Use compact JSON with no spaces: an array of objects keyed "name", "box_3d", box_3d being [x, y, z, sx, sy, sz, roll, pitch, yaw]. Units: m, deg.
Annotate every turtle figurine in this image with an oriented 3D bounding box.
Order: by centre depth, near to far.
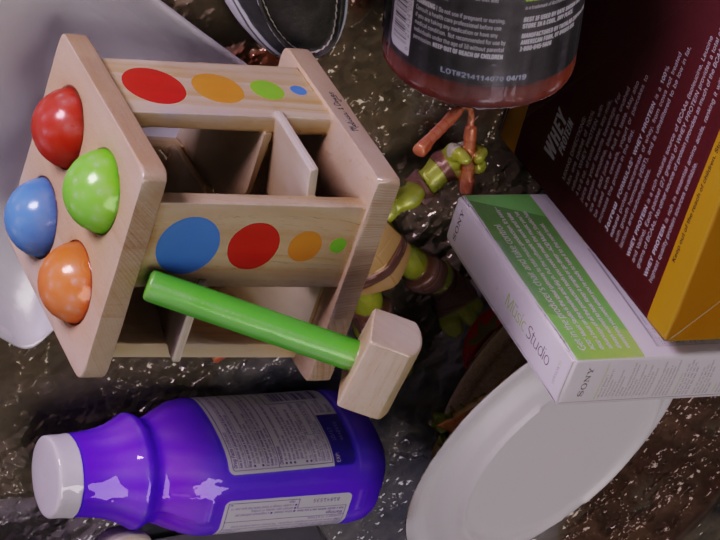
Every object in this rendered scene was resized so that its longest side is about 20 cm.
[{"name":"turtle figurine","box_3d":[0.000,0.000,1.401,0.200,0.064,0.161,-46,145,-10]}]

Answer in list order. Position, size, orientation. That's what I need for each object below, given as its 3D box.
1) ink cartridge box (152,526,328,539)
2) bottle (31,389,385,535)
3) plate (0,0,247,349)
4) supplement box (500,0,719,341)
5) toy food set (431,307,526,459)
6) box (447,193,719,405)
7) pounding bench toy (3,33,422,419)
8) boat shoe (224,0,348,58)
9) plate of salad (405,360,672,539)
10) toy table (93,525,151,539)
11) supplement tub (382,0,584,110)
[{"name":"ink cartridge box","box_3d":[-0.091,0.257,1.540,0.144,0.084,0.201,-8,129,-23]},{"name":"bottle","box_3d":[-0.087,0.112,1.429,0.199,0.084,0.065,-3,126,-28]},{"name":"plate","box_3d":[-0.174,-0.075,1.272,0.200,0.032,0.199,-45,132,10]},{"name":"supplement box","box_3d":[0.199,-0.102,1.338,0.132,0.200,0.198,-2,125,-28]},{"name":"toy food set","box_3d":[0.125,0.052,1.504,0.198,0.049,0.200,-33,149,-12]},{"name":"box","box_3d":[0.164,0.012,1.372,0.199,0.145,0.036,0,128,-29]},{"name":"pounding bench toy","box_3d":[-0.075,-0.009,1.215,0.155,0.200,0.125,1,126,-30]},{"name":"boat shoe","box_3d":[-0.042,-0.178,1.245,0.068,0.057,0.200,-24,133,-10]},{"name":"plate of salad","box_3d":[0.103,0.093,1.436,0.200,0.048,0.200,-29,148,-20]},{"name":"toy table","box_3d":[-0.180,0.238,1.402,0.117,0.200,0.185,1,114,-33]},{"name":"supplement tub","box_3d":[0.070,-0.190,1.264,0.107,0.107,0.201,-10,129,-22]}]
